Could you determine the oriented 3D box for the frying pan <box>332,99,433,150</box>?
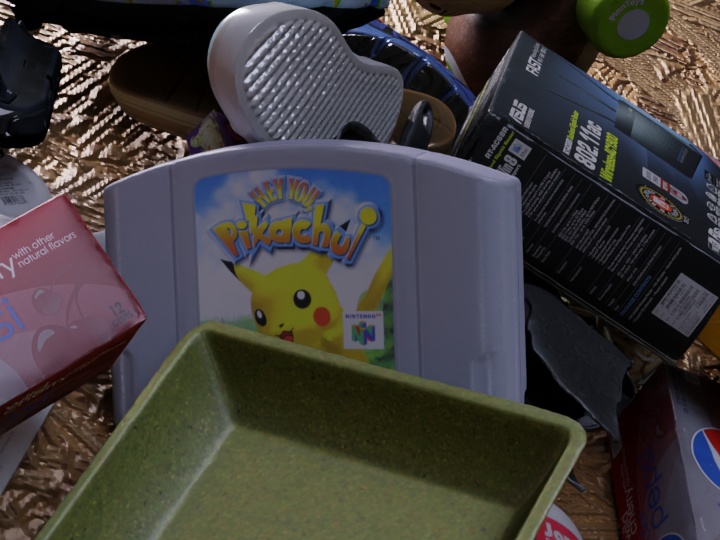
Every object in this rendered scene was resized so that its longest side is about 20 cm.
[{"bbox_3d":[0.006,-0.045,0.947,0.115,0.031,0.191,54,26,-45],"label":"frying pan"}]

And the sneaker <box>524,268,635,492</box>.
[{"bbox_3d":[0.090,0.042,0.935,0.104,0.060,0.200,40,12,5],"label":"sneaker"}]

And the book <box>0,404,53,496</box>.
[{"bbox_3d":[-0.230,0.023,0.836,0.199,0.048,0.134,30,35,-6],"label":"book"}]

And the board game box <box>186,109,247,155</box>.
[{"bbox_3d":[0.000,0.000,0.994,0.200,0.032,0.120,26,36,-40],"label":"board game box"}]

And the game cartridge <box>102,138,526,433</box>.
[{"bbox_3d":[-0.024,0.008,0.857,0.199,0.134,0.040,-1,2,19],"label":"game cartridge"}]

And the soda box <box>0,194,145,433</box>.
[{"bbox_3d":[-0.186,0.050,0.740,0.200,0.070,0.064,-32,83,-28],"label":"soda box"}]

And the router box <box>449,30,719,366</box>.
[{"bbox_3d":[0.124,-0.046,1.008,0.149,0.062,0.200,32,21,-2],"label":"router box"}]

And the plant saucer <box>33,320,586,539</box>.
[{"bbox_3d":[-0.032,0.126,0.768,0.199,0.048,0.200,14,52,29],"label":"plant saucer"}]

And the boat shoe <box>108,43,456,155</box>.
[{"bbox_3d":[-0.047,-0.078,1.071,0.199,0.065,0.072,12,43,3],"label":"boat shoe"}]

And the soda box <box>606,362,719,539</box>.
[{"bbox_3d":[0.181,0.145,0.976,0.070,0.064,0.201,21,38,-17],"label":"soda box"}]

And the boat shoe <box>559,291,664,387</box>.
[{"bbox_3d":[0.144,0.030,1.066,0.073,0.063,0.200,52,34,8],"label":"boat shoe"}]

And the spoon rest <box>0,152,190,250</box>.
[{"bbox_3d":[-0.150,-0.022,0.923,0.199,0.061,0.099,-6,49,-49],"label":"spoon rest"}]

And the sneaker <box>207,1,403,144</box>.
[{"bbox_3d":[-0.047,-0.093,0.942,0.082,0.074,0.200,18,-1,19],"label":"sneaker"}]

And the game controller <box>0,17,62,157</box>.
[{"bbox_3d":[-0.204,-0.095,0.938,0.104,0.042,0.200,0,16,-6],"label":"game controller"}]

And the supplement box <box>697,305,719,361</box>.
[{"bbox_3d":[0.305,0.056,1.044,0.197,0.133,0.200,44,8,17],"label":"supplement box"}]

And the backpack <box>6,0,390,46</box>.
[{"bbox_3d":[-0.078,-0.182,1.033,0.199,0.155,0.163,19,7,18],"label":"backpack"}]

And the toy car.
[{"bbox_3d":[0.062,-0.184,1.181,0.199,0.158,0.165,14,31,-30],"label":"toy car"}]

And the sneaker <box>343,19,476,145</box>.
[{"bbox_3d":[-0.004,-0.137,1.164,0.200,0.075,0.078,36,33,3],"label":"sneaker"}]

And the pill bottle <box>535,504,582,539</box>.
[{"bbox_3d":[0.051,0.164,0.820,0.110,0.111,0.201,16,39,-20],"label":"pill bottle"}]
